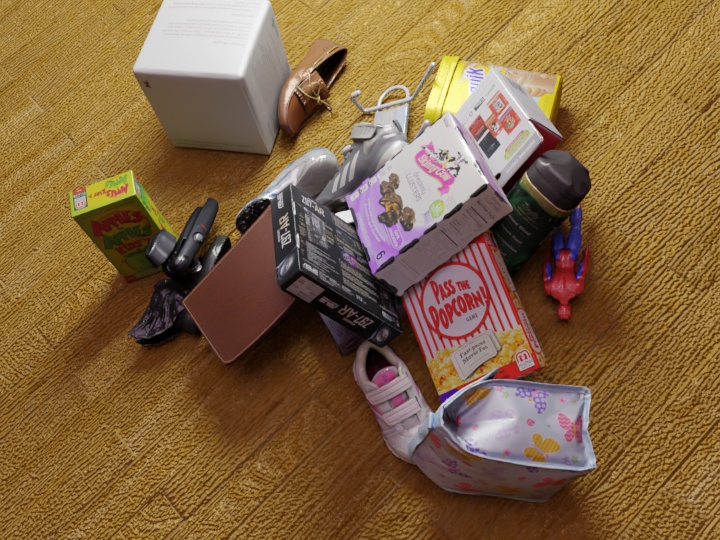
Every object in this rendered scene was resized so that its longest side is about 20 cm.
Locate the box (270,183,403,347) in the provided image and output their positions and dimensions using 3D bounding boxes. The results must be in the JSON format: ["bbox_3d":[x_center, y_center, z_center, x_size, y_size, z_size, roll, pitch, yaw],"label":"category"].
[{"bbox_3d":[-0.032,-0.005,1.146,0.043,0.199,0.162,-36,42,25],"label":"box"}]

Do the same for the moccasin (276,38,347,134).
[{"bbox_3d":[-0.082,-0.318,1.475,0.076,0.074,0.203,14,55,27],"label":"moccasin"}]

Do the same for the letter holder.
[{"bbox_3d":[-0.137,0.035,1.237,0.200,0.100,0.142,-46,61,8],"label":"letter holder"}]

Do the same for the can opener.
[{"bbox_3d":[-0.262,-0.056,1.316,0.063,0.079,0.201,-20,26,27],"label":"can opener"}]

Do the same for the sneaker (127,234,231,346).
[{"bbox_3d":[-0.279,0.027,1.329,0.102,0.060,0.203,11,68,12],"label":"sneaker"}]

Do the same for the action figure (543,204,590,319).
[{"bbox_3d":[0.300,-0.027,1.236,0.064,0.052,0.204,0,67,19],"label":"action figure"}]

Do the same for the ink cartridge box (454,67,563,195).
[{"bbox_3d":[0.189,-0.157,1.242,0.201,0.083,0.177,-50,42,27],"label":"ink cartridge box"}]

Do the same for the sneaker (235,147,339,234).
[{"bbox_3d":[-0.120,-0.126,1.384,0.199,0.072,0.073,-37,27,-3],"label":"sneaker"}]

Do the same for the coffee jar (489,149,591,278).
[{"bbox_3d":[0.235,-0.075,1.193,0.085,0.201,0.104,44,35,11],"label":"coffee jar"}]

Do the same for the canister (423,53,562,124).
[{"bbox_3d":[0.216,-0.263,1.371,0.196,0.087,0.151,12,65,16],"label":"canister"}]

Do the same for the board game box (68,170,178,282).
[{"bbox_3d":[-0.358,-0.063,1.313,0.100,0.201,0.048,-19,59,1],"label":"board game box"}]

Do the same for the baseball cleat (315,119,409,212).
[{"bbox_3d":[-0.007,-0.165,1.335,0.198,0.069,0.108,-29,78,24],"label":"baseball cleat"}]

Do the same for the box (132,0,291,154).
[{"bbox_3d":[-0.240,-0.329,1.435,0.195,0.201,0.174,7,61,14],"label":"box"}]

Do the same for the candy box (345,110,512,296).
[{"bbox_3d":[0.089,-0.094,1.173,0.199,0.071,0.169,-38,43,18],"label":"candy box"}]

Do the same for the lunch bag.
[{"bbox_3d":[0.167,0.204,1.048,0.196,0.170,0.129,5,61,-6],"label":"lunch bag"}]

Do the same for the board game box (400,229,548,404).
[{"bbox_3d":[0.148,0.067,1.163,0.150,0.046,0.203,-29,74,25],"label":"board game box"}]

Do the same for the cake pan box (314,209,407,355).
[{"bbox_3d":[0.000,0.000,1.293,0.182,0.053,0.201,-28,60,-7],"label":"cake pan box"}]

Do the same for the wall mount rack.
[{"bbox_3d":[0.057,-0.247,1.381,0.171,0.074,0.204,-11,57,31],"label":"wall mount rack"}]

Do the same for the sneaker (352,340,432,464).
[{"bbox_3d":[0.044,0.176,1.164,0.081,0.089,0.201,-33,61,-8],"label":"sneaker"}]
